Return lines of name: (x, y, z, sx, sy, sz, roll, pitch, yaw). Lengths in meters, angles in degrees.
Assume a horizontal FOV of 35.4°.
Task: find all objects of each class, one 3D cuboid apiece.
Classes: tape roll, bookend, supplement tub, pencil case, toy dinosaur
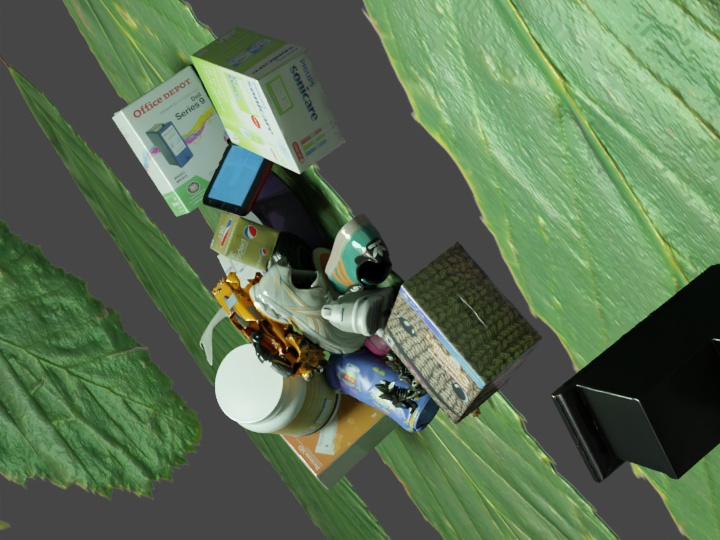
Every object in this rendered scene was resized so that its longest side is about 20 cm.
tape roll: (-0.143, -0.071, 1.881, 0.200, 0.065, 0.201, 48, 161, 22)
bookend: (0.291, 0.089, 0.874, 0.093, 0.198, 0.200, 60, 160, -15)
supplement tub: (-0.132, 0.191, 1.818, 0.144, 0.145, 0.200, 45, -171, 24)
pencil case: (0.034, 0.185, 1.794, 0.199, 0.088, 0.078, 25, -173, 27)
toy dinosaur: (0.096, 0.134, 1.601, 0.135, 0.102, 0.201, -36, 83, 29)

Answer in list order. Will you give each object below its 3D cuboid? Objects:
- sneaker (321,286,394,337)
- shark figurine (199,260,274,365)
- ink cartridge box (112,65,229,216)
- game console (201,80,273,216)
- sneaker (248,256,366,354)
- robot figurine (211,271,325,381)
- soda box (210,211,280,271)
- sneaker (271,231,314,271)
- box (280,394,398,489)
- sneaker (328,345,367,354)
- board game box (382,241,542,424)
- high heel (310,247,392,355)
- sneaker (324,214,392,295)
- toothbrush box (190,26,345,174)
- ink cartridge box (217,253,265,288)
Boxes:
sneaker: (-0.001, 0.053, 1.634, 0.081, 0.076, 0.200, 10, 178, 13)
shark figurine: (-0.169, 0.067, 1.836, 0.089, 0.213, 0.129, 28, 125, 40)
ink cartridge box: (-0.293, -0.213, 1.869, 0.201, 0.145, 0.087, 58, 161, -10)
game console: (-0.207, -0.195, 1.732, 0.200, 0.118, 0.173, 18, 140, 60)
sneaker: (-0.063, 0.052, 1.691, 0.199, 0.092, 0.076, 28, -158, -24)
robot figurine: (-0.132, 0.087, 1.721, 0.200, 0.058, 0.145, 46, -159, 21)
soda box: (-0.178, -0.046, 1.717, 0.067, 0.065, 0.200, 20, 180, -15)
sneaker: (-0.100, 0.024, 1.789, 0.090, 0.076, 0.201, -18, 123, 28)
box: (-0.030, 0.257, 1.948, 0.124, 0.200, 0.098, 44, 171, 24)
sneaker: (-0.035, 0.105, 1.944, 0.200, 0.077, 0.086, 50, 175, 33)
board game box: (0.123, 0.085, 1.445, 0.160, 0.097, 0.200, 49, 162, 13)
high heel: (-0.018, 0.054, 1.784, 0.201, 0.067, 0.096, 52, 157, 4)
sneaker: (0.000, 0.000, 1.641, 0.080, 0.071, 0.200, 51, 161, 17)
toothbrush box: (-0.126, -0.232, 1.519, 0.199, 0.086, 0.146, 28, 149, 51)
ink cartridge box: (-0.187, 0.017, 2.032, 0.117, 0.067, 0.200, 49, -175, -36)
